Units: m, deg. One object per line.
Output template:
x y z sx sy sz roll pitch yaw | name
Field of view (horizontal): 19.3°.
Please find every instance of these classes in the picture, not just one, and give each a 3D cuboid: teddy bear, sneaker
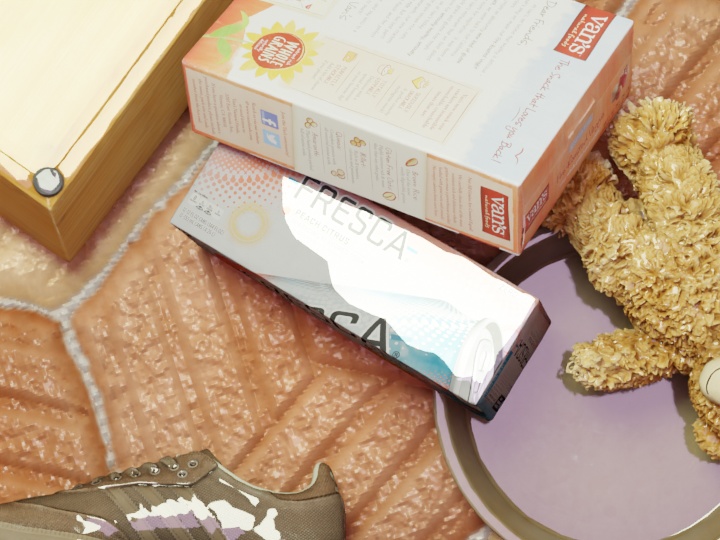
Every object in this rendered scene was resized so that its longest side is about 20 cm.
0.171 0.005 1.118 0.145 0.067 0.200 -15 83 3 | teddy bear
-0.107 0.135 1.154 0.200 0.070 0.076 7 66 0 | sneaker

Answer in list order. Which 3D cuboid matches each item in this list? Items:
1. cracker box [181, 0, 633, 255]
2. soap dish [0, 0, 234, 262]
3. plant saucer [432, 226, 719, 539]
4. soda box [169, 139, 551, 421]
0.026 -0.101 1.114 0.200 0.058 0.134 22 53 22 | cracker box
-0.166 -0.130 1.166 0.157 0.081 0.200 36 86 5 | soap dish
0.139 0.068 1.160 0.200 0.029 0.200 0 84 2 | plant saucer
0.000 0.000 1.138 0.200 0.064 0.068 30 86 17 | soda box
